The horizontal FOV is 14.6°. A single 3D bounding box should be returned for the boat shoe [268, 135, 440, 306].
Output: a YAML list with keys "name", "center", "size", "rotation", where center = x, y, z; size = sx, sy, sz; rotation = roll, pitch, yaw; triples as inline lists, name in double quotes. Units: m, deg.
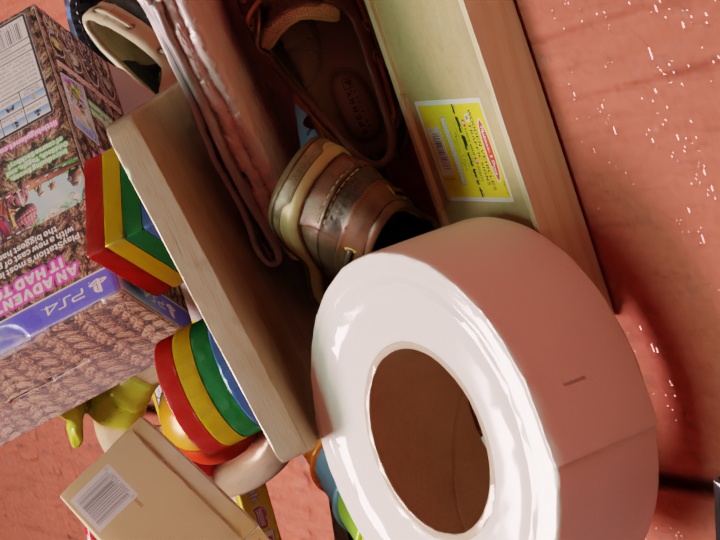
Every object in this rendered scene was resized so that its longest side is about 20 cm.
- name: "boat shoe"
  center: [0.011, -0.007, 1.538]
  size: [0.067, 0.072, 0.200]
  rotation: [28, 171, 23]

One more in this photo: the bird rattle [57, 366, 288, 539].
- name: "bird rattle"
  center: [-0.113, 0.101, 1.725]
  size: [0.113, 0.162, 0.201]
  rotation: [-79, -29, -58]

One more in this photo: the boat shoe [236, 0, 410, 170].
- name: "boat shoe"
  center: [-0.031, -0.144, 1.528]
  size: [0.072, 0.072, 0.201]
  rotation: [-82, -32, -82]

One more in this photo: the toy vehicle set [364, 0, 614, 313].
- name: "toy vehicle set"
  center: [0.064, -0.066, 1.461]
  size: [0.124, 0.026, 0.201]
  rotation: [8, 118, 67]

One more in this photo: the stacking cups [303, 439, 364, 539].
- name: "stacking cups"
  center: [0.000, 0.116, 1.606]
  size: [0.200, 0.060, 0.061]
  rotation: [-128, 24, -50]

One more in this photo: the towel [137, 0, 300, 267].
- name: "towel"
  center: [-0.081, -0.128, 1.562]
  size: [0.192, 0.032, 0.201]
  rotation: [-98, -14, -54]

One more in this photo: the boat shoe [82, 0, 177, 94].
- name: "boat shoe"
  center: [-0.107, -0.112, 1.800]
  size: [0.200, 0.062, 0.071]
  rotation: [53, 154, 31]

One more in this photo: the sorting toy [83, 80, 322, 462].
- name: "sorting toy"
  center: [-0.086, 0.001, 1.565]
  size: [0.201, 0.069, 0.199]
  rotation: [63, -166, -6]

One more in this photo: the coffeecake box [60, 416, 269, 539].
- name: "coffeecake box"
  center: [-0.069, 0.201, 1.666]
  size: [0.153, 0.073, 0.200]
  rotation: [36, 167, 52]

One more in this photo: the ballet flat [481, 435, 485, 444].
- name: "ballet flat"
  center: [0.086, 0.132, 1.575]
  size: [0.201, 0.067, 0.076]
  rotation: [98, 163, -55]

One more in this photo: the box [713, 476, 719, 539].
- name: "box"
  center: [0.224, 0.204, 1.330]
  size: [0.143, 0.036, 0.201]
  rotation: [43, 150, 47]

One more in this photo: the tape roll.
- name: "tape roll"
  center: [0.061, 0.077, 1.433]
  size: [0.202, 0.070, 0.204]
  rotation: [29, 128, 46]

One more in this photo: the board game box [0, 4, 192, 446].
- name: "board game box"
  center: [-0.207, -0.022, 1.639]
  size: [0.097, 0.159, 0.201]
  rotation: [37, -150, -59]

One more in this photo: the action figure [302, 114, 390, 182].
- name: "action figure"
  center: [0.000, 0.000, 1.672]
  size: [0.065, 0.051, 0.201]
  rotation: [35, 145, 47]

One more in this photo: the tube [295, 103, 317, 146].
- name: "tube"
  center: [-0.027, -0.004, 1.740]
  size: [0.077, 0.050, 0.201]
  rotation: [39, 140, 47]

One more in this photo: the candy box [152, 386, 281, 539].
- name: "candy box"
  center: [-0.087, 0.155, 1.841]
  size: [0.102, 0.026, 0.201]
  rotation: [3, 111, 60]

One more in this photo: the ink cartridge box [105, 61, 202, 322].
- name: "ink cartridge box"
  center: [-0.130, -0.028, 1.801]
  size: [0.147, 0.086, 0.200]
  rotation: [37, 165, 11]

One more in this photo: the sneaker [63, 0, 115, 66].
- name: "sneaker"
  center: [-0.174, -0.175, 1.900]
  size: [0.079, 0.066, 0.201]
  rotation: [50, 155, 47]

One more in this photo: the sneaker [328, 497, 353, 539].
- name: "sneaker"
  center: [0.009, 0.146, 1.670]
  size: [0.200, 0.074, 0.080]
  rotation: [-100, -13, -68]
